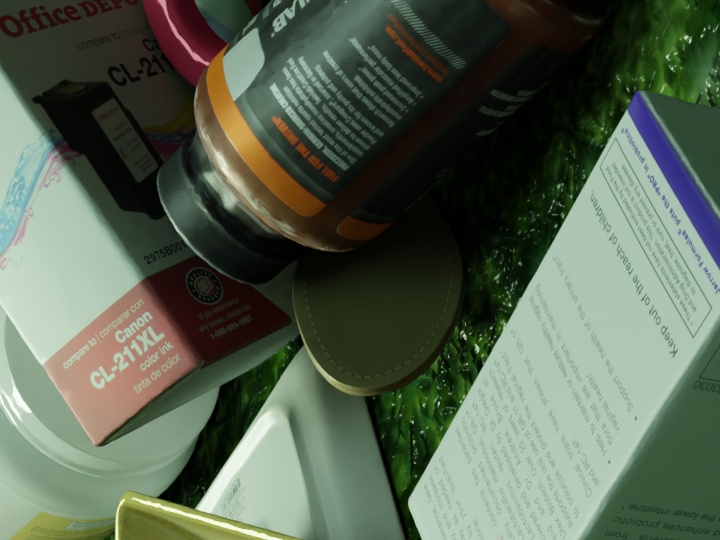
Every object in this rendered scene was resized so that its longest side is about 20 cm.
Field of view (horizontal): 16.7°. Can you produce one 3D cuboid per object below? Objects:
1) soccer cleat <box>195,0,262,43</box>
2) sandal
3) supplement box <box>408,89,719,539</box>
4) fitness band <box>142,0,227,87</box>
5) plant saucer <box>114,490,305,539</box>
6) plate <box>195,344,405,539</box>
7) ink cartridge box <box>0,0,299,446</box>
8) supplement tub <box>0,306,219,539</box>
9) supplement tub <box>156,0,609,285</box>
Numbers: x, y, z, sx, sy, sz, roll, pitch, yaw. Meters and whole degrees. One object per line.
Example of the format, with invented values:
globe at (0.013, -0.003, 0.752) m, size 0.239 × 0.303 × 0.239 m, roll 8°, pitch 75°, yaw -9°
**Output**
soccer cleat at (-0.075, -0.083, 1.272) m, size 0.067 × 0.076 × 0.200 m, roll -52°, pitch 39°, yaw 43°
sandal at (0.006, -0.001, 1.131) m, size 0.212 × 0.077 × 0.070 m, roll -101°, pitch 2°, yaw -46°
supplement box at (0.110, 0.051, 0.853) m, size 0.200 × 0.101 × 0.103 m, roll -63°, pitch 32°, yaw 31°
fitness band at (-0.028, -0.162, 1.119) m, size 0.200 × 0.037 × 0.144 m, roll -36°, pitch 84°, yaw 35°
plant saucer at (-0.036, 0.207, 1.092) m, size 0.200 × 0.048 × 0.201 m, roll 8°, pitch 99°, yaw 51°
plate at (-0.042, 0.157, 1.187) m, size 0.200 × 0.032 × 0.200 m, roll -57°, pitch 36°, yaw 39°
ink cartridge box at (-0.115, -0.037, 1.157) m, size 0.083 × 0.146 × 0.200 m, roll -38°, pitch 84°, yaw 34°
supplement tub at (-0.173, 0.082, 1.337) m, size 0.200 × 0.145 × 0.146 m, roll -40°, pitch 48°, yaw 51°
supplement tub at (0.002, -0.081, 1.037) m, size 0.200 × 0.107 × 0.107 m, roll -42°, pitch 44°, yaw 25°
